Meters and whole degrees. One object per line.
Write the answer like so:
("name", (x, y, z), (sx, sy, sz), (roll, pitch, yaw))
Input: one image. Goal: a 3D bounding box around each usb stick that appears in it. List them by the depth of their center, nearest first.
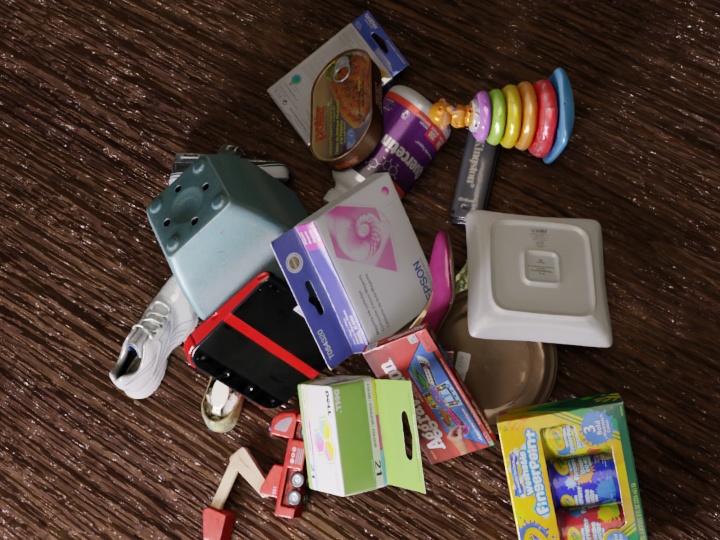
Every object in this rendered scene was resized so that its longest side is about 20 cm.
("usb stick", (0.174, -0.161, 1.457), (0.054, 0.033, 0.204), (12, 81, 13))

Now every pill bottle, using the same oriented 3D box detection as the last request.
("pill bottle", (0.035, -0.160, 1.446), (0.112, 0.112, 0.201), (36, 88, 17))

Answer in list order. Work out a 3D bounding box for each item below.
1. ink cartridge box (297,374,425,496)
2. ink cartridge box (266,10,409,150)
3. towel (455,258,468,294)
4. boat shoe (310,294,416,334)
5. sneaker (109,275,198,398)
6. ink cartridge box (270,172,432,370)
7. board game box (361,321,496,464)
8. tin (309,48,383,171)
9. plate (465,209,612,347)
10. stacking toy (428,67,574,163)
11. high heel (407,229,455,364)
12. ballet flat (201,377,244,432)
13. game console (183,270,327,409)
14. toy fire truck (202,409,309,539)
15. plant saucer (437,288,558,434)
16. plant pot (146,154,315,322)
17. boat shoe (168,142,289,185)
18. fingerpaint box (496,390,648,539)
("ink cartridge box", (-0.002, 0.219, 1.317), (0.074, 0.199, 0.151), (-6, 88, -28))
("ink cartridge box", (-0.032, -0.289, 1.525), (0.199, 0.042, 0.120), (-39, 73, 5))
("towel", (0.199, 0.037, 1.408), (0.147, 0.036, 0.202), (33, 87, 16))
("boat shoe", (-0.001, 0.064, 1.440), (0.197, 0.068, 0.072), (25, 39, 7))
("sneaker", (-0.303, 0.095, 1.479), (0.073, 0.087, 0.203), (22, 83, 17))
("ink cartridge box", (0.000, 0.000, 1.349), (0.199, 0.043, 0.199), (-35, 109, -31))
("board game box", (0.093, 0.168, 1.338), (0.102, 0.020, 0.202), (-22, 112, 27))
("tin", (-0.020, -0.231, 1.432), (0.110, 0.042, 0.203), (-19, 52, 25))
("plate", (0.243, 0.002, 1.354), (0.195, 0.033, 0.203), (4, 59, -2))
("stacking toy", (0.191, -0.216, 1.398), (0.195, 0.110, 0.119), (-1, 78, -7))
("high heel", (0.080, 0.047, 1.342), (0.094, 0.067, 0.205), (1, 93, 7))
("ballet flat", (-0.184, 0.137, 1.455), (0.069, 0.071, 0.204), (15, 81, 14))
("game console", (-0.127, 0.102, 1.381), (0.177, 0.199, 0.031), (-42, 41, 11))
("toy fire truck", (-0.141, 0.294, 1.421), (0.138, 0.049, 0.204), (8, 80, 14))
("plant saucer", (0.172, 0.124, 1.366), (0.196, 0.029, 0.205), (0, 91, 18))
("plant pot", (-0.183, -0.045, 1.384), (0.196, 0.200, 0.197), (-40, 48, 7))
("boat shoe", (-0.204, -0.160, 1.518), (0.196, 0.072, 0.073), (-2, 82, 14))
("fingerpaint box", (0.276, 0.276, 1.297), (0.163, 0.073, 0.204), (-10, 92, 10))
